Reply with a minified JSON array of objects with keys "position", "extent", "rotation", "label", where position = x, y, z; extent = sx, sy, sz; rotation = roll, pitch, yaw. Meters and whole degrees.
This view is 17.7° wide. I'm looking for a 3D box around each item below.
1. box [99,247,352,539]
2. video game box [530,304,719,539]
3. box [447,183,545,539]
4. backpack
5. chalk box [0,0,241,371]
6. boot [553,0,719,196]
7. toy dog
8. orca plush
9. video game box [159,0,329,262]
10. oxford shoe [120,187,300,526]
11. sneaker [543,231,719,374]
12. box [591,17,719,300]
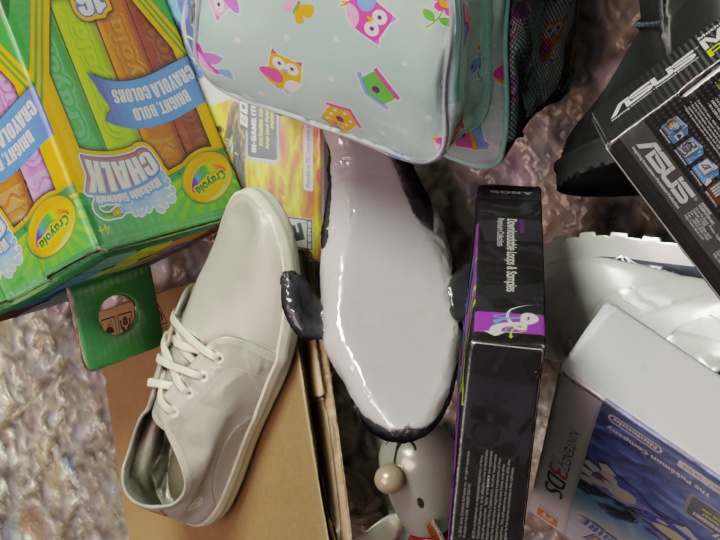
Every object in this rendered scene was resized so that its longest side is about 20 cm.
[{"position":[-0.079,0.086,1.287],"extent":[0.199,0.021,0.165],"rotation":[-16,81,51],"label":"box"},{"position":[0.172,0.119,1.044],"extent":[0.199,0.047,0.182],"rotation":[34,161,15],"label":"video game box"},{"position":[0.060,0.060,1.037],"extent":[0.036,0.200,0.144],"rotation":[6,111,3],"label":"box"},{"position":[0.015,-0.160,1.083],"extent":[0.175,0.153,0.201],"rotation":[22,120,22],"label":"backpack"},{"position":[-0.155,-0.050,1.237],"extent":[0.124,0.125,0.201],"rotation":[-26,86,39],"label":"chalk box"},{"position":[0.145,-0.131,1.075],"extent":[0.198,0.073,0.164],"rotation":[147,120,-65],"label":"boot"},{"position":[0.019,0.192,1.234],"extent":[0.131,0.096,0.201],"rotation":[-24,86,37],"label":"toy dog"},{"position":[0.000,0.000,1.187],"extent":[0.201,0.105,0.071],"rotation":[63,165,18],"label":"orca plush"},{"position":[-0.081,-0.116,1.272],"extent":[0.181,0.047,0.201],"rotation":[10,107,37],"label":"video game box"},{"position":[-0.081,0.051,1.221],"extent":[0.075,0.057,0.201],"rotation":[44,124,44],"label":"oxford shoe"},{"position":[0.142,0.034,1.102],"extent":[0.199,0.076,0.081],"rotation":[0,63,39],"label":"sneaker"},{"position":[0.218,-0.032,0.974],"extent":[0.160,0.044,0.200],"rotation":[-37,109,9],"label":"box"}]
